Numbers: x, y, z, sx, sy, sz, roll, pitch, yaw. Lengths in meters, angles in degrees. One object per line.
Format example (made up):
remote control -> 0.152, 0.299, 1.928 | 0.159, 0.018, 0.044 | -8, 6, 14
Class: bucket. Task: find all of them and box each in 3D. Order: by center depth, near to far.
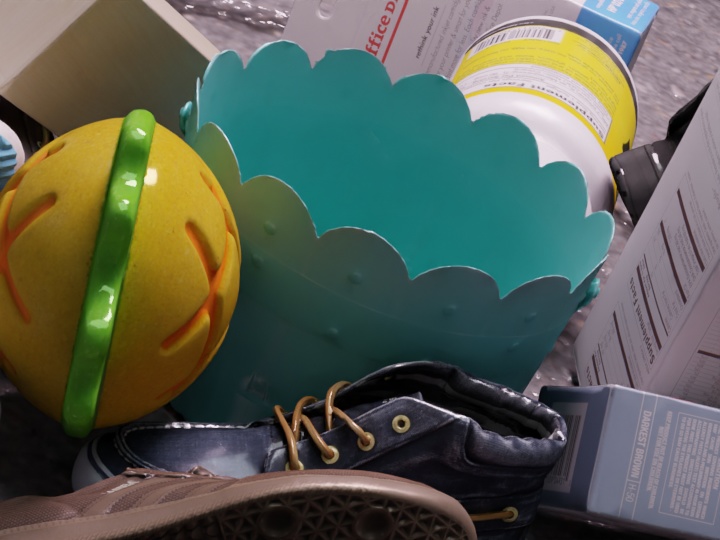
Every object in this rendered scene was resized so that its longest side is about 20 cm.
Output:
bucket -> 0.000, 0.000, 1.095 | 0.207, 0.135, 0.207 | 19, 27, -10

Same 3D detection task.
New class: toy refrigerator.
toy refrigerator -> -0.118, -0.098, 1.142 | 0.070, 0.076, 0.200 | 50, 5, 25

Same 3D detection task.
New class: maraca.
maraca -> -0.101, 0.001, 0.954 | 0.107, 0.137, 0.200 | 9, 0, -6

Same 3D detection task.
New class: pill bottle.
pill bottle -> 0.086, -0.056, 1.291 | 0.114, 0.114, 0.200 | 24, 27, 2

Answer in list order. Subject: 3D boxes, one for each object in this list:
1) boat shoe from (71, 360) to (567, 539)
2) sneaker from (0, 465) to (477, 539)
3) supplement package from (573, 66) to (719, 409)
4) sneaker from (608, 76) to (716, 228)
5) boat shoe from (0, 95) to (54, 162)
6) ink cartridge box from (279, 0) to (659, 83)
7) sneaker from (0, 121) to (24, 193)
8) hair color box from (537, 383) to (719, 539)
boat shoe -> -0.015, 0.075, 0.994 | 0.200, 0.091, 0.071 | 12, 28, -20
sneaker -> -0.059, 0.096, 0.893 | 0.200, 0.070, 0.076 | -4, 26, -6
supplement package -> 0.196, 0.009, 1.151 | 0.114, 0.200, 0.110 | 16, 33, -14
sneaker -> 0.195, -0.037, 1.251 | 0.200, 0.104, 0.060 | 55, 13, -57
boat shoe -> -0.164, -0.040, 1.119 | 0.059, 0.072, 0.200 | 6, 25, -24
ink cartridge box -> 0.064, -0.145, 1.435 | 0.200, 0.115, 0.068 | 26, 26, 6
sneaker -> -0.207, -0.081, 1.064 | 0.200, 0.081, 0.077 | 21, -22, 49
hair color box -> 0.184, 0.101, 1.081 | 0.200, 0.061, 0.099 | 14, -6, -13
